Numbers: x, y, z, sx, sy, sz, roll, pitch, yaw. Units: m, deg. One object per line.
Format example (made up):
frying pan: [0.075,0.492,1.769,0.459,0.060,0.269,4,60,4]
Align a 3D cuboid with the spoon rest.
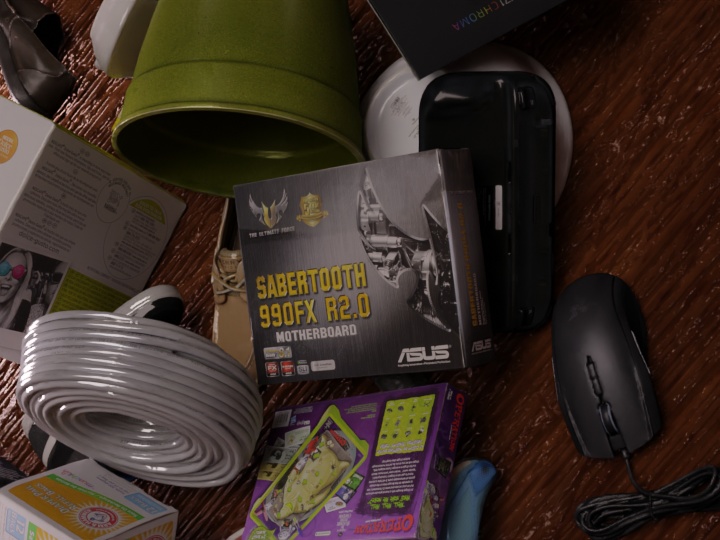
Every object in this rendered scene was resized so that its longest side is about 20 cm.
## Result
spoon rest: [-0.207,-0.211,1.372,0.060,0.200,0.100,27,82,-7]

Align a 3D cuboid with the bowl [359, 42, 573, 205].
bowl: [0.064,-0.105,1.217,0.199,0.090,0.204,-10,70,27]

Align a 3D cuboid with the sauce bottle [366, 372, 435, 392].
sauce bottle: [-0.004,0.035,1.222,0.066,0.066,0.201,-39,65,14]

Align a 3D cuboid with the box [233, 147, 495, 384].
box: [0.000,0.000,1.148,0.198,0.048,0.161,-6,91,36]

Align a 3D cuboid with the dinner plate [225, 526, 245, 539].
dinner plate: [-0.060,0.296,1.197,0.198,0.024,0.203,-10,68,27]

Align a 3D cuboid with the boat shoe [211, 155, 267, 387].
boat shoe: [-0.101,0.002,1.292,0.071,0.064,0.203,-3,72,29]

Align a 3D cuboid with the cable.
cable: [-0.174,0.102,1.190,0.198,0.200,0.070,15,63,-4]

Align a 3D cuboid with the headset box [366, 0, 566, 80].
headset box: [0.100,-0.256,1.185,0.173,0.093,0.201,-26,26,22]

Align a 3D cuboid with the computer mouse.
computer mouse: [0.203,0.086,1.098,0.139,0.046,0.202,-15,67,27]

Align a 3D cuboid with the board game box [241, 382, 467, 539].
board game box: [-0.008,0.155,1.157,0.199,0.032,0.121,-13,51,46]

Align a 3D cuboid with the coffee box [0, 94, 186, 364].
coffee box: [-0.315,-0.042,1.351,0.199,0.200,0.199,26,87,33]

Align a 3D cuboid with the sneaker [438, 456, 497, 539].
sneaker: [0.070,0.238,1.124,0.089,0.078,0.202,17,76,6]

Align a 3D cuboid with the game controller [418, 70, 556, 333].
game controller: [0.096,-0.049,1.151,0.103,0.042,0.203,2,103,11]

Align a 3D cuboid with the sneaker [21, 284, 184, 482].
sneaker: [-0.201,0.116,1.316,0.200,0.073,0.112,-46,61,19]

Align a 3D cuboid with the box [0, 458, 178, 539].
box: [-0.227,0.271,1.211,0.112,0.101,0.202,21,111,34]

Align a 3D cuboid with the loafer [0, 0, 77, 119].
loafer: [-0.326,-0.236,1.507,0.071,0.073,0.201,-30,66,7]

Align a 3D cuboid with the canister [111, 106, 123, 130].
canister: [-0.121,-0.182,1.353,0.148,0.086,0.202,28,91,33]

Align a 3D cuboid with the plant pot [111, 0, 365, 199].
plant pot: [-0.085,-0.180,1.202,0.198,0.200,0.195,-4,72,29]

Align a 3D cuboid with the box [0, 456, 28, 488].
box: [-0.408,0.198,1.383,0.199,0.106,0.123,27,88,34]
